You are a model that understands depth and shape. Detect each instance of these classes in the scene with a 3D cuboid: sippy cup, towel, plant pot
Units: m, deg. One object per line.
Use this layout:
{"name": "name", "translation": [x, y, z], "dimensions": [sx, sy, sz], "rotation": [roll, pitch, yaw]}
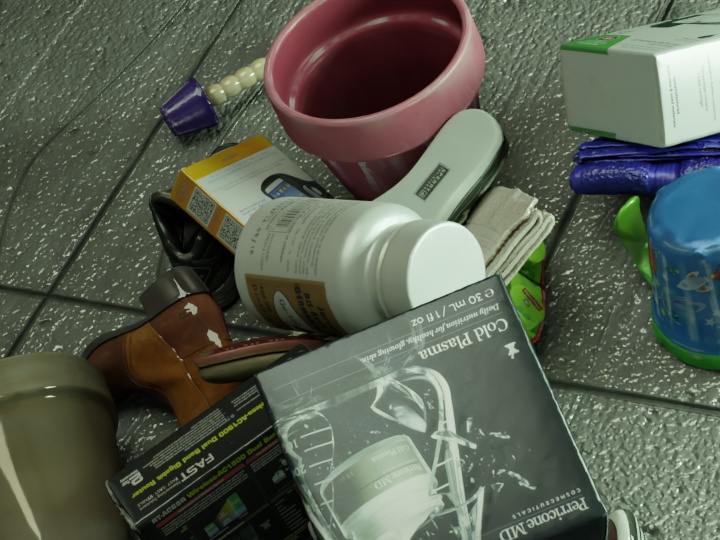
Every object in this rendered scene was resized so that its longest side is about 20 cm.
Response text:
{"name": "sippy cup", "translation": [0.294, -0.010, 1.542], "dimensions": [0.178, 0.130, 0.140], "rotation": [-6, 48, 19]}
{"name": "towel", "translation": [0.096, -0.012, 1.618], "dimensions": [0.133, 0.034, 0.200], "rotation": [-50, 12, -4]}
{"name": "towel", "translation": [0.294, -0.100, 1.636], "dimensions": [0.200, 0.050, 0.148], "rotation": [1, 14, 24]}
{"name": "plant pot", "translation": [0.031, -0.146, 1.752], "dimensions": [0.200, 0.179, 0.200], "rotation": [-12, 46, 13]}
{"name": "plant pot", "translation": [-0.278, 0.197, 1.593], "dimensions": [0.200, 0.200, 0.174], "rotation": [-28, 62, -2]}

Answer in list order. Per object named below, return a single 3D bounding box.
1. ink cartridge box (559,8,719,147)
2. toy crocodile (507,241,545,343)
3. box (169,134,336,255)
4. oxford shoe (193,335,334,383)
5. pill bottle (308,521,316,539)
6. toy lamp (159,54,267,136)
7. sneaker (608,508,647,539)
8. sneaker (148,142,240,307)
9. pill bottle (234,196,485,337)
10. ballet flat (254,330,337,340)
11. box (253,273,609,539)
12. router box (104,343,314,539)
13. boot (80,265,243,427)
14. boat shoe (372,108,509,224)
{"name": "ink cartridge box", "translation": [0.298, -0.174, 1.647], "dimensions": [0.200, 0.083, 0.147], "rotation": [-15, 16, -26]}
{"name": "toy crocodile", "translation": [0.135, 0.023, 1.638], "dimensions": [0.068, 0.062, 0.200], "rotation": [-43, 26, 37]}
{"name": "box", "translation": [-0.063, -0.036, 1.716], "dimensions": [0.200, 0.041, 0.119], "rotation": [43, 39, 16]}
{"name": "oxford shoe", "translation": [-0.042, 0.092, 1.590], "dimensions": [0.200, 0.075, 0.070], "rotation": [-1, 0, -16]}
{"name": "pill bottle", "translation": [0.057, 0.159, 1.506], "dimensions": [0.114, 0.114, 0.200], "rotation": [25, 63, 39]}
{"name": "toy lamp", "translation": [-0.115, -0.202, 1.961], "dimensions": [0.200, 0.058, 0.058], "rotation": [-28, 44, -5]}
{"name": "sneaker", "translation": [0.161, 0.272, 1.395], "dimensions": [0.115, 0.076, 0.200], "rotation": [-16, 35, 17]}
{"name": "sneaker", "translation": [-0.144, -0.070, 1.811], "dimensions": [0.076, 0.114, 0.200], "rotation": [-3, 47, 20]}
{"name": "pill bottle", "translation": [0.000, 0.000, 1.536], "dimensions": [0.200, 0.114, 0.114], "rotation": [5, 51, 47]}
{"name": "ballet flat", "translation": [-0.063, 0.075, 1.675], "dimensions": [0.200, 0.063, 0.069], "rotation": [-22, 46, 4]}
{"name": "box", "translation": [0.053, 0.139, 1.383], "dimensions": [0.200, 0.124, 0.197], "rotation": [-23, 71, -1]}
{"name": "router box", "translation": [-0.088, 0.175, 1.532], "dimensions": [0.200, 0.150, 0.062], "rotation": [-35, 44, -9]}
{"name": "boot", "translation": [-0.159, 0.128, 1.671], "dimensions": [0.188, 0.068, 0.200], "rotation": [-43, 63, 18]}
{"name": "boat shoe", "translation": [0.059, -0.051, 1.659], "dimensions": [0.200, 0.064, 0.071], "rotation": [-46, 61, 0]}
